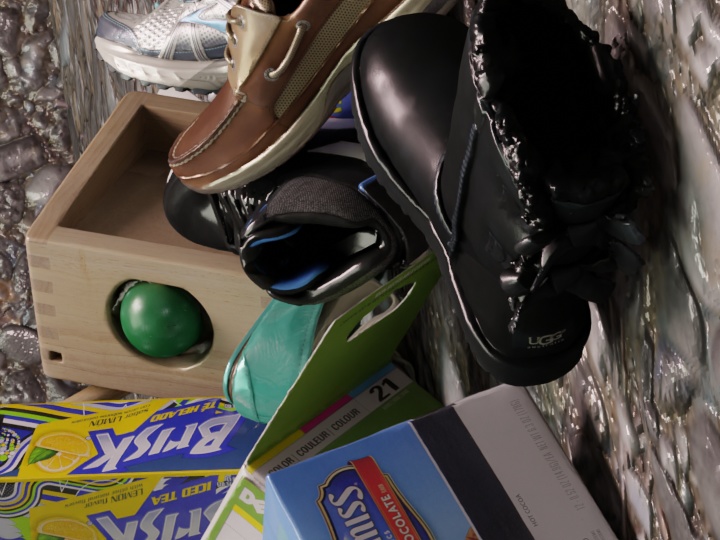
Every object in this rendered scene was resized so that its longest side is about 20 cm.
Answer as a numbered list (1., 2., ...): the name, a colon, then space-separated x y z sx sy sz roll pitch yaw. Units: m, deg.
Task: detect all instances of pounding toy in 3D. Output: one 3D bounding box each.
1. pounding toy: -0.106 0.015 1.484 0.200 0.183 0.143 -62 -24 -49

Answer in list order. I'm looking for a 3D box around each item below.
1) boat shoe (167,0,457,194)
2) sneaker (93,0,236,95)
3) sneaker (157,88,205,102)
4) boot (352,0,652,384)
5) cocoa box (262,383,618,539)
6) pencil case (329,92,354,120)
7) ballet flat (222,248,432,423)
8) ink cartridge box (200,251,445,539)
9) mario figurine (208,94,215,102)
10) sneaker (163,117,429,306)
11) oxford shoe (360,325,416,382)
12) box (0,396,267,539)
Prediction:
1. boat shoe: -0.030 -0.115 1.235 0.200 0.072 0.076 -41 22 27
2. sneaker: -0.068 -0.145 1.495 0.199 0.078 0.087 10 100 32
3. sneaker: -0.098 -0.044 1.671 0.075 0.105 0.200 34 -176 -44
4. boot: 0.055 -0.062 1.062 0.163 0.073 0.199 95 156 -60
5. cocoa box: 0.035 0.174 1.173 0.200 0.131 0.134 96 150 -52
6. pencil case: -0.004 -0.150 1.301 0.087 0.078 0.201 30 136 31
7. ballet flat: 0.000 0.000 1.371 0.201 0.070 0.067 -63 -26 -22
8. ink cartridge box: 0.006 0.092 1.285 0.076 0.148 0.200 39 125 13
9. mario figurine: -0.087 -0.174 1.629 0.124 0.106 0.200 48 -177 -11
10. sneaker: -0.047 -0.029 1.286 0.199 0.112 0.073 -7 115 40
11. oxford shoe: 0.005 0.065 1.506 0.058 0.075 0.200 -51 19 14
12. box: -0.131 0.117 1.426 0.064 0.199 0.070 -86 -9 -51
